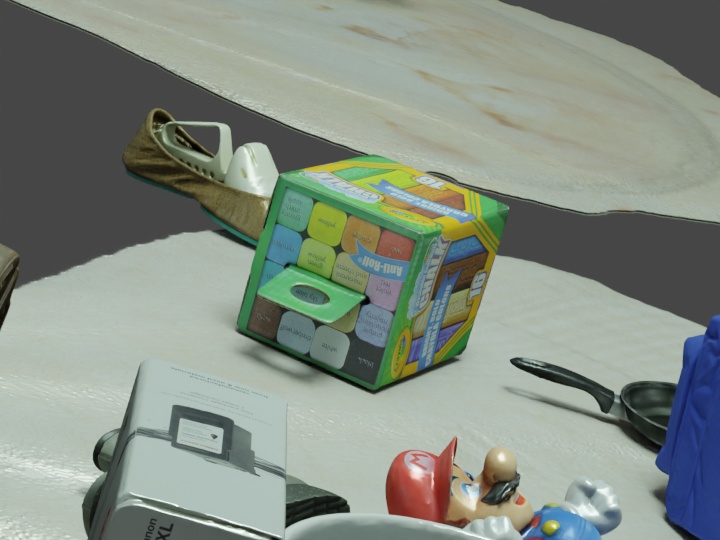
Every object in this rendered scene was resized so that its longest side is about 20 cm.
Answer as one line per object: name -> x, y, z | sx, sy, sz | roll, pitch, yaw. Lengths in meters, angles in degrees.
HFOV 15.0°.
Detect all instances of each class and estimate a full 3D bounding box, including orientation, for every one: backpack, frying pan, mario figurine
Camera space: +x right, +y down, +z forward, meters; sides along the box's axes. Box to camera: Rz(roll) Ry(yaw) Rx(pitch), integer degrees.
backpack -> 0.316, 0.111, 1.852 | 0.199, 0.163, 0.168 | 9, 15, -24
frying pan -> 0.210, 0.106, 1.991 | 0.189, 0.031, 0.115 | 7, 19, -22
mario figurine -> 0.111, 0.150, 1.599 | 0.199, 0.106, 0.123 | 24, -19, -4

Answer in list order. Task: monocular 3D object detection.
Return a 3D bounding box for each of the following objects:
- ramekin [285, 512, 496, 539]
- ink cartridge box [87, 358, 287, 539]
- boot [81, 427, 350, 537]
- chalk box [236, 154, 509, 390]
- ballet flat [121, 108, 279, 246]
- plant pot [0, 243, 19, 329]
ramekin -> 0.037, 0.209, 1.337 | 0.199, 0.105, 0.200 | 16, 15, -4
ink cartridge box -> -0.094, 0.148, 1.332 | 0.083, 0.146, 0.200 | 17, 16, -6
boot -> -0.112, 0.128, 1.552 | 0.130, 0.068, 0.200 | 24, 9, 40
chalk box -> 0.000, 0.000, 1.961 | 0.125, 0.124, 0.200 | 23, 17, 21
ballet flat -> -0.111, -0.079, 2.204 | 0.200, 0.073, 0.068 | 30, 21, 36
plant pot -> -0.305, 0.018, 1.498 | 0.198, 0.201, 0.200 | 25, 16, -2
